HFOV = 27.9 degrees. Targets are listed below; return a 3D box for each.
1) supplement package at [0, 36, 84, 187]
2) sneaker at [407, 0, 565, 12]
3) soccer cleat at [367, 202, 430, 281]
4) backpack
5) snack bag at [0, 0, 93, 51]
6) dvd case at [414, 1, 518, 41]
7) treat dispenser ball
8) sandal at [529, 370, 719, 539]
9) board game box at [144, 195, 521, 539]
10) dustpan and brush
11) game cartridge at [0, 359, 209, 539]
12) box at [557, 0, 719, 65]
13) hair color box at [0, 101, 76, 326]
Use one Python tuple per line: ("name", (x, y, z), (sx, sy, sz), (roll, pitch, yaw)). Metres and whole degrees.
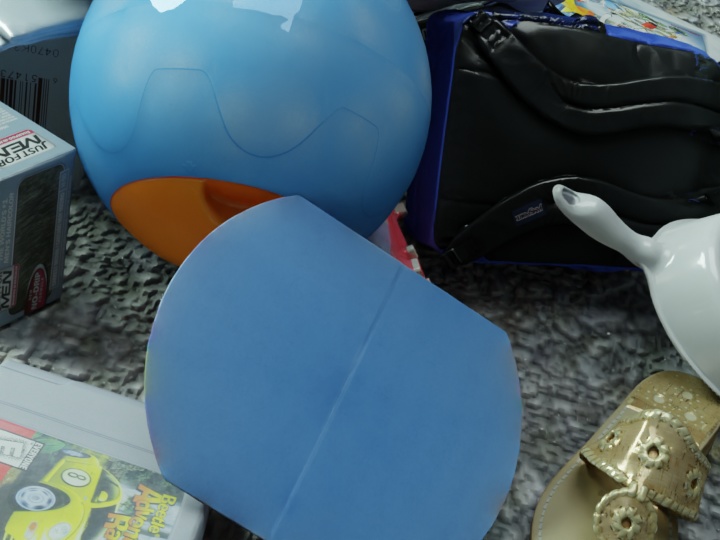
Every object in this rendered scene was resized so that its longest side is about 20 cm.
("supplement package", (-0.224, -0.162, 0.960), (0.115, 0.118, 0.201), (7, 34, -8))
("sneaker", (0.108, -0.205, 0.935), (0.198, 0.076, 0.099), (-18, 10, -33))
("soccer cleat", (0.000, 0.000, 0.867), (0.076, 0.067, 0.201), (-21, 43, 6))
("backpack", (0.135, -0.090, 0.943), (0.197, 0.165, 0.168), (5, 14, -10))
("snack bag", (-0.197, -0.195, 0.894), (0.188, 0.022, 0.199), (35, 35, 26))
("dvd case", (0.064, -0.189, 1.094), (0.149, 0.025, 0.200), (-11, 12, 30))
("treat dispenser ball", (-0.060, -0.095, 0.798), (0.198, 0.203, 0.202), (9, 33, -6))
("sandal", (0.149, 0.094, 0.761), (0.077, 0.070, 0.212), (24, 35, 17))
("board game box", (-0.016, 0.066, 0.717), (0.199, 0.039, 0.159), (32, 65, -12))
("dustpan and brush", (0.195, 0.002, 0.852), (0.199, 0.057, 0.141), (38, 47, -26))
("game cartridge", (-0.141, 0.121, 0.652), (0.132, 0.041, 0.201), (20, 34, 2))
("box", (0.207, -0.199, 1.239), (0.199, 0.038, 0.136), (32, 38, 26))
("hair color box", (-0.253, -0.061, 0.818), (0.199, 0.100, 0.060), (31, 37, 25))
